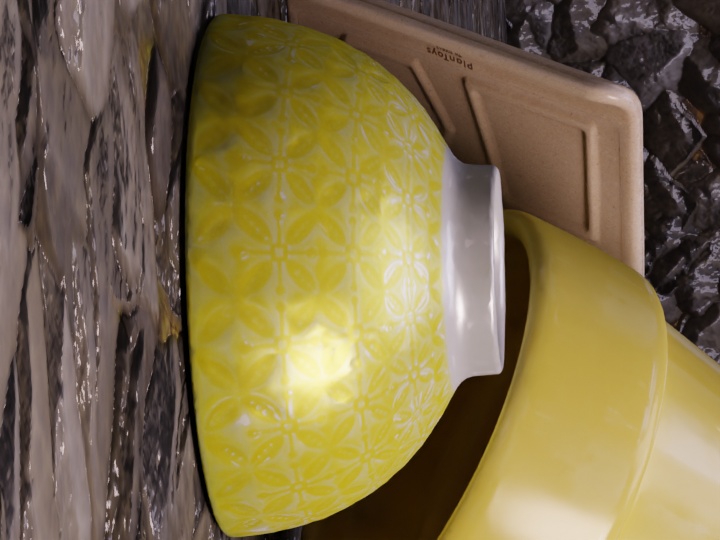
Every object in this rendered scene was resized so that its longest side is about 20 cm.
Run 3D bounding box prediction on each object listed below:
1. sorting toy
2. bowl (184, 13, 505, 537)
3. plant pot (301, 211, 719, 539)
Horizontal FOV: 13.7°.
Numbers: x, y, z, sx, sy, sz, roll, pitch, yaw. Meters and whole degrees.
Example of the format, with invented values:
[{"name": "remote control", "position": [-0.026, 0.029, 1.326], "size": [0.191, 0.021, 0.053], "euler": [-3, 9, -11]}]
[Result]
[{"name": "sorting toy", "position": [0.051, -0.040, 1.355], "size": [0.036, 0.185, 0.200], "euler": [-47, 146, -33]}, {"name": "bowl", "position": [0.000, 0.000, 1.143], "size": [0.200, 0.107, 0.201], "euler": [-2, 90, -84]}, {"name": "plant pot", "position": [0.101, 0.102, 1.273], "size": [0.201, 0.188, 0.201], "euler": [-55, -160, 31]}]
